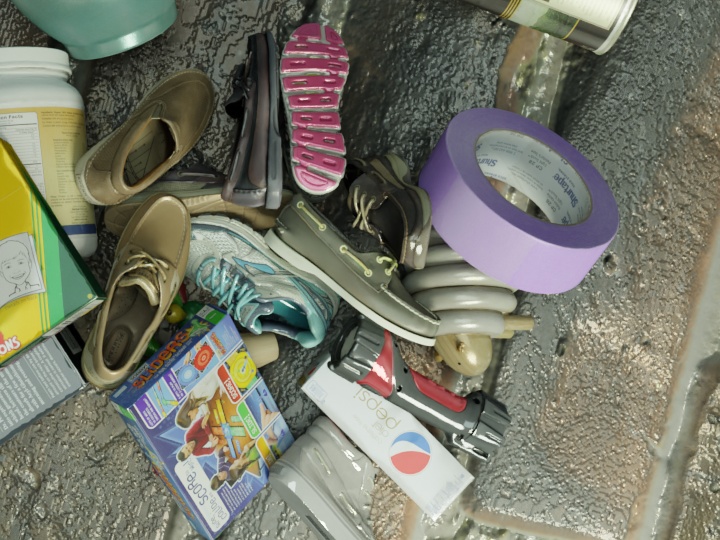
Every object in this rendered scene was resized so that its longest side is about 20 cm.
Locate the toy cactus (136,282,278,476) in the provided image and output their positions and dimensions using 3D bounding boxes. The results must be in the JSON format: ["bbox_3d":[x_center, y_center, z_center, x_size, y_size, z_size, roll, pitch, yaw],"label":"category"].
[{"bbox_3d":[-0.166,0.098,1.242,0.163,0.102,0.203,-11,89,-25],"label":"toy cactus"}]

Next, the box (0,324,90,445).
[{"bbox_3d":[-0.369,0.119,1.178,0.199,0.148,0.108,-34,93,-5],"label":"box"}]

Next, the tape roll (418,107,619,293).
[{"bbox_3d":[0.159,-0.073,1.214,0.198,0.201,0.066,28,129,-6],"label":"tape roll"}]

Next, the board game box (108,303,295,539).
[{"bbox_3d":[-0.148,0.151,1.184,0.135,0.034,0.202,-44,132,-26],"label":"board game box"}]

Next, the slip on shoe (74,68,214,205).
[{"bbox_3d":[-0.198,-0.135,1.193,0.200,0.060,0.077,-47,122,-41],"label":"slip on shoe"}]

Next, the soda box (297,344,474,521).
[{"bbox_3d":[0.024,0.166,1.262,0.064,0.068,0.200,-44,95,-4],"label":"soda box"}]

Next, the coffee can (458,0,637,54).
[{"bbox_3d":[0.182,-0.325,1.237,0.197,0.146,0.149,19,88,-6],"label":"coffee can"}]

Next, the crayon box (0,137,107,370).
[{"bbox_3d":[-0.357,0.007,1.077,0.199,0.058,0.174,-34,90,-3],"label":"crayon box"}]

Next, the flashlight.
[{"bbox_3d":[0.063,0.115,1.215,0.198,0.068,0.068,29,120,-19],"label":"flashlight"}]

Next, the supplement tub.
[{"bbox_3d":[-0.337,-0.107,1.182,0.142,0.144,0.204,-6,91,-6],"label":"supplement tub"}]

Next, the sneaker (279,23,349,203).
[{"bbox_3d":[-0.051,-0.158,1.252,0.072,0.088,0.203,1,68,-10],"label":"sneaker"}]

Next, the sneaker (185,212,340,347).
[{"bbox_3d":[-0.113,0.013,1.216,0.197,0.087,0.078,23,129,-11],"label":"sneaker"}]

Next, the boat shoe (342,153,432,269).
[{"bbox_3d":[0.021,-0.058,1.195,0.072,0.200,0.076,1,113,-12],"label":"boat shoe"}]

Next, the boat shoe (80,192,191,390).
[{"bbox_3d":[-0.204,0.014,1.140,0.070,0.064,0.203,21,69,-15],"label":"boat shoe"}]

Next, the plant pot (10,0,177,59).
[{"bbox_3d":[-0.256,-0.292,1.181,0.198,0.201,0.136,-21,120,-6],"label":"plant pot"}]

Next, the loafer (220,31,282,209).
[{"bbox_3d":[-0.112,-0.156,1.215,0.062,0.072,0.203,-1,64,-7],"label":"loafer"}]

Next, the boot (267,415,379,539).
[{"bbox_3d":[-0.004,0.247,1.259,0.096,0.073,0.201,-46,112,-25],"label":"boot"}]

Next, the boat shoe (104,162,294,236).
[{"bbox_3d":[-0.165,-0.078,1.241,0.196,0.072,0.066,-6,57,-10],"label":"boat shoe"}]

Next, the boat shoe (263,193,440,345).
[{"bbox_3d":[-0.001,0.000,1.186,0.200,0.072,0.061,34,97,9],"label":"boat shoe"}]

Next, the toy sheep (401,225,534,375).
[{"bbox_3d":[0.106,0.007,1.244,0.135,0.138,0.204,-3,76,-6],"label":"toy sheep"}]
